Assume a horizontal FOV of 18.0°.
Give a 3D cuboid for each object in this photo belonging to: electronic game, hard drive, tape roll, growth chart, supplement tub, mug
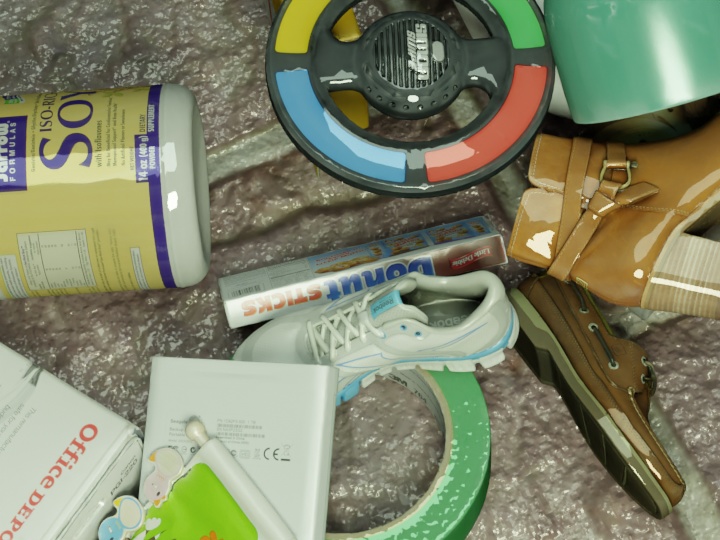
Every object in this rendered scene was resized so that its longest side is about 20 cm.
[{"bbox_3d":[0.034,-0.141,1.551,0.199,0.042,0.201,1,66,-1],"label":"electronic game"},{"bbox_3d":[-0.085,0.160,1.490,0.131,0.026,0.201,2,83,24],"label":"hard drive"},{"bbox_3d":[-0.010,0.123,1.550,0.200,0.048,0.201,-1,63,2],"label":"tape roll"},{"bbox_3d":[-0.126,0.211,1.478,0.145,0.018,0.200,40,97,24],"label":"growth chart"},{"bbox_3d":[-0.210,-0.054,1.597,0.199,0.146,0.146,-4,63,1],"label":"supplement tub"},{"bbox_3d":[0.200,-0.177,1.531,0.152,0.185,0.115,-16,99,5],"label":"mug"}]

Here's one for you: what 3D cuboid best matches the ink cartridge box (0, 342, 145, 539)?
[{"bbox_3d":[-0.262,0.129,1.540,0.200,0.085,0.146,29,68,19],"label":"ink cartridge box"}]

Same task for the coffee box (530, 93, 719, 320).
[{"bbox_3d":[0.226,-0.079,1.621,0.113,0.080,0.200,39,72,19],"label":"coffee box"}]

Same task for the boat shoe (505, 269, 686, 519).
[{"bbox_3d":[0.171,0.075,1.550,0.068,0.072,0.200,-30,65,-11],"label":"boat shoe"}]

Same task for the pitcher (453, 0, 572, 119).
[{"bbox_3d":[0.141,-0.220,1.661,0.200,0.121,0.172,42,102,20],"label":"pitcher"}]

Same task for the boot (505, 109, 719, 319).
[{"bbox_3d":[0.194,-0.069,1.542,0.155,0.077,0.201,16,74,13],"label":"boot"}]

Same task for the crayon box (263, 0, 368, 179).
[{"bbox_3d":[-0.037,-0.186,1.666,0.051,0.126,0.201,-14,63,-5],"label":"crayon box"}]

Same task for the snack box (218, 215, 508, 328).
[{"bbox_3d":[0.000,0.000,1.600,0.199,0.072,0.024,-13,103,-4],"label":"snack box"}]

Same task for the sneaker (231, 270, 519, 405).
[{"bbox_3d":[0.007,0.036,1.519,0.199,0.087,0.075,-16,65,-3],"label":"sneaker"}]
